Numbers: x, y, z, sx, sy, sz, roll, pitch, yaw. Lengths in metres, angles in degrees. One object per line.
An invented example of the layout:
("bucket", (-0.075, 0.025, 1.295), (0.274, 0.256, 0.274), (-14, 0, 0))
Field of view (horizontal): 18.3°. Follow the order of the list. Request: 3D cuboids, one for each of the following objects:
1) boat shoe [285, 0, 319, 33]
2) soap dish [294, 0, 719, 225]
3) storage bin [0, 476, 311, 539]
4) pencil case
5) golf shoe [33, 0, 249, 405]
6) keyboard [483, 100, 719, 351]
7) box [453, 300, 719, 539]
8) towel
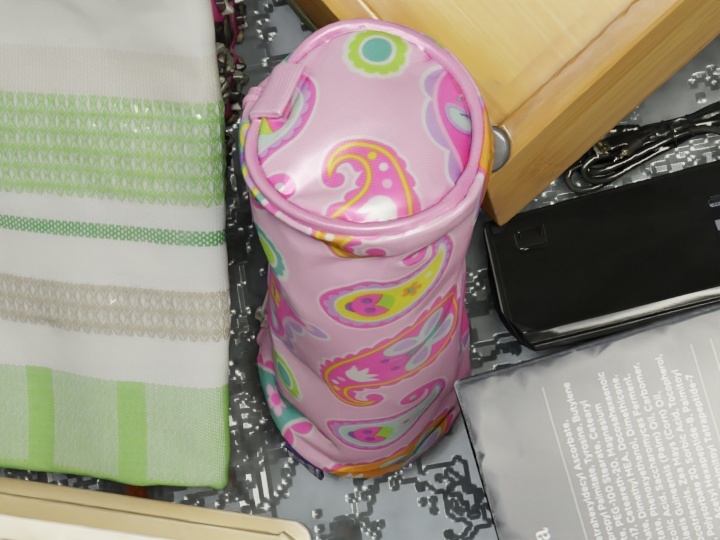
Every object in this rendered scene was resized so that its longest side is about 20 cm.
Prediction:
("boat shoe", (-0.025, -0.171, 0.853), (0.073, 0.065, 0.200), (-27, 81, 3))
("soap dish", (0.038, -0.137, 0.775), (0.157, 0.081, 0.200), (-42, 92, 13))
("storage bin", (-0.122, 0.122, 0.765), (0.198, 0.200, 0.094), (7, 86, 8))
("pencil case", (0.000, 0.000, 0.766), (0.087, 0.200, 0.088), (0, 63, -1))
("golf shoe", (-0.098, -0.038, 0.845), (0.092, 0.073, 0.200), (11, 86, 10))
("keyboard", (0.142, -0.028, 0.803), (0.200, 0.127, 0.021), (-14, 125, 5))
("box", (0.137, 0.062, 0.737), (0.182, 0.200, 0.104), (-17, 83, 5))
("towel", (-0.119, -0.021, 0.788), (0.149, 0.031, 0.200), (4, 107, 19))
